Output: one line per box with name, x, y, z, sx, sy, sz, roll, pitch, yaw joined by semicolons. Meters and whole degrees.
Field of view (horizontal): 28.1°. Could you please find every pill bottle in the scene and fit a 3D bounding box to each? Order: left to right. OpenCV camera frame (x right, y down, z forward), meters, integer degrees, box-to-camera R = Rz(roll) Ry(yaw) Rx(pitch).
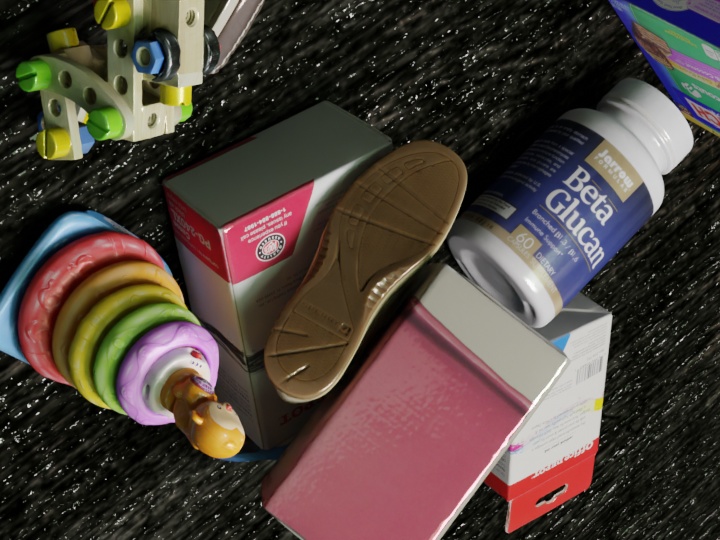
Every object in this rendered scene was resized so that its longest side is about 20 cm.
pill bottle;0.174;-0.060;1.163;0.200;0.111;0.111;-45;137;-12

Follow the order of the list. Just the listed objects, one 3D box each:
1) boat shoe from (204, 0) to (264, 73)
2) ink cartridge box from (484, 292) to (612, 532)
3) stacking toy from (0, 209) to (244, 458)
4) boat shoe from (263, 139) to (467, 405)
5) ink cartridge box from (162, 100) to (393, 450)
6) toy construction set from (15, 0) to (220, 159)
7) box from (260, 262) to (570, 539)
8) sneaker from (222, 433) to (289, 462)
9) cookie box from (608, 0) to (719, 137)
boat shoe;-0.060;-0.209;0.885;0.059;0.072;0.201;17;97;-44
ink cartridge box;0.157;0.125;1.298;0.116;0.067;0.201;-22;128;-31
stacking toy;-0.132;0.055;0.888;0.110;0.200;0.116;-54;137;0
boat shoe;0.000;0.000;0.958;0.200;0.071;0.065;-53;173;-14
ink cartridge box;-0.046;0.005;1.022;0.145;0.083;0.201;-29;133;-26
toy construction set;-0.145;-0.155;0.809;0.092;0.131;0.201;-38;133;-42
box;0.033;0.105;0.978;0.200;0.109;0.128;-53;-178;-3
sneaker;-0.040;0.129;1.122;0.199;0.066;0.079;-11;126;-38
cookie box;0.313;-0.170;1.178;0.075;0.171;0.200;-50;138;-1
